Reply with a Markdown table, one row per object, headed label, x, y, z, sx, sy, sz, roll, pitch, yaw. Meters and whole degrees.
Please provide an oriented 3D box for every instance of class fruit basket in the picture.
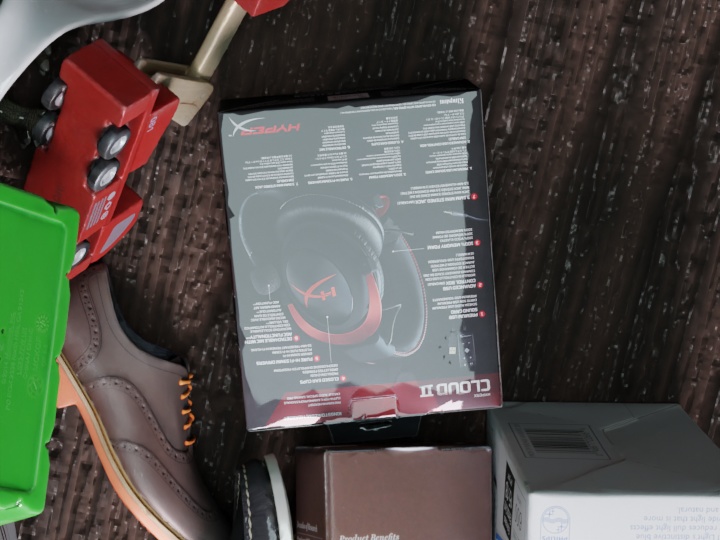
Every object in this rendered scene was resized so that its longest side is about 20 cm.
| label | x | y | z | sx | sy | sz | roll | pitch | yaw |
| --- | --- | --- | --- | --- | --- | --- | --- | --- | --- |
| fruit basket | -0.251 | 0.041 | 1.020 | 0.214 | 0.155 | 0.218 | -9 | 74 | 32 |

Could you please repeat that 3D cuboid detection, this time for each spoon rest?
| label | x | y | z | sx | sy | sz | roll | pitch | yaw |
| --- | --- | --- | --- | --- | --- | --- | --- | --- | --- |
| spoon rest | -0.161 | -0.148 | 1.031 | 0.099 | 0.061 | 0.201 | 38 | 62 | -11 |

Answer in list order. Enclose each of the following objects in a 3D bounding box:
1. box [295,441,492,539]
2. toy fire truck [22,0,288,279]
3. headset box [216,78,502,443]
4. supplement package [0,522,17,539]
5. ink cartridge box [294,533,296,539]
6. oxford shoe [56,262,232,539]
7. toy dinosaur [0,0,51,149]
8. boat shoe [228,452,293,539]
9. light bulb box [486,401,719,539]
| label | x | y | z | sx | sy | sz | roll | pitch | yaw |
| --- | --- | --- | --- | --- | --- | --- | --- | --- | --- |
| box | 0.018 | 0.198 | 1.089 | 0.099 | 0.075 | 0.202 | 1 | 88 | -18 |
| toy fire truck | -0.114 | -0.095 | 1.060 | 0.049 | 0.141 | 0.201 | 39 | 135 | 13 |
| headset box | 0.000 | 0.000 | 1.096 | 0.147 | 0.075 | 0.202 | -6 | 100 | -2 |
| supplement package | -0.285 | 0.228 | 1.059 | 0.189 | 0.200 | 0.149 | -9 | 101 | -1 |
| ink cartridge box | -0.077 | 0.249 | 1.150 | 0.199 | 0.050 | 0.109 | -33 | 98 | 4 |
| oxford shoe | -0.118 | 0.089 | 1.110 | 0.072 | 0.071 | 0.201 | -35 | 100 | -2 |
| toy dinosaur | -0.223 | -0.117 | 1.063 | 0.101 | 0.077 | 0.202 | 5 | 104 | -18 |
| boat shoe | -0.068 | 0.201 | 1.084 | 0.060 | 0.074 | 0.202 | 0 | 106 | -6 |
| light bulb box | 0.136 | 0.193 | 1.077 | 0.123 | 0.198 | 0.202 | 1 | 99 | -3 |
